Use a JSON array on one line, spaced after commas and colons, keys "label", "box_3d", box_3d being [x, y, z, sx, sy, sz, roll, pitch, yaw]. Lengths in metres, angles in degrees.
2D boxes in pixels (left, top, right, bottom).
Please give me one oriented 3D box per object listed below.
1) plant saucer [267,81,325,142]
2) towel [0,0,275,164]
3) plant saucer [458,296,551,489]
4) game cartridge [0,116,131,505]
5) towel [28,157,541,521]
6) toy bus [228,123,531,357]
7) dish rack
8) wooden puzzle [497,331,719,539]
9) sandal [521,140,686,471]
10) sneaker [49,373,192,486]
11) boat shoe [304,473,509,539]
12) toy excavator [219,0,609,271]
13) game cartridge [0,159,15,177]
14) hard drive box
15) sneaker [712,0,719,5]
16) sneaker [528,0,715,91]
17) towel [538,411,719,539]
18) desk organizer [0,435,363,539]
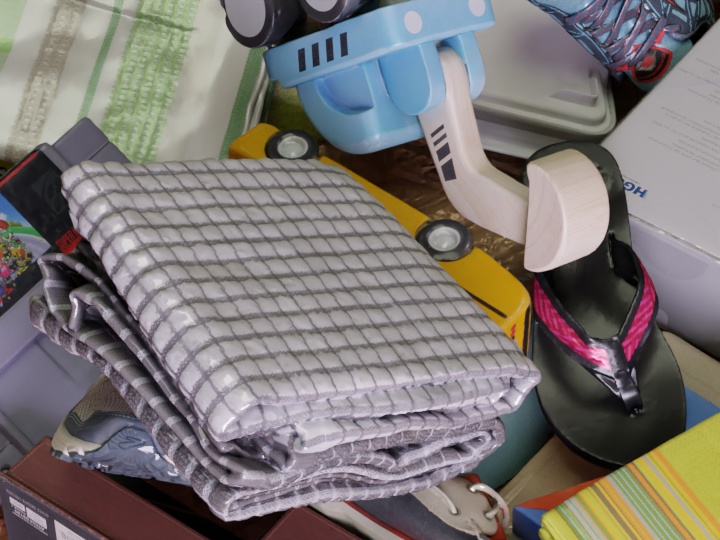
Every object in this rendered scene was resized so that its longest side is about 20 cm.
[{"label": "plant saucer", "box_3d": [-0.062, -0.163, 1.274, 0.199, 0.048, 0.200, -12, 49, -9]}, {"label": "towel", "box_3d": [-0.149, -0.122, 1.173, 0.199, 0.031, 0.150, 11, 62, 1]}, {"label": "plant saucer", "box_3d": [0.013, 0.045, 1.093, 0.199, 0.036, 0.200, -1, 48, 1]}, {"label": "game cartridge", "box_3d": [-0.177, 0.019, 1.078, 0.130, 0.038, 0.200, 48, 59, -7]}, {"label": "towel", "box_3d": [-0.038, 0.031, 0.916, 0.200, 0.086, 0.166, -5, 46, -47]}, {"label": "toy bus", "box_3d": [0.000, 0.000, 1.067, 0.200, 0.065, 0.078, 32, 57, 25]}, {"label": "dish rack", "box_3d": [0.067, -0.148, 1.219, 0.200, 0.044, 0.172, 13, 45, -16]}, {"label": "wooden puzzle", "box_3d": [0.174, 0.124, 1.010, 0.185, 0.046, 0.200, 33, 56, 27]}, {"label": "sandal", "box_3d": [0.121, 0.012, 1.037, 0.075, 0.045, 0.200, -9, 62, 0]}, {"label": "sneaker", "box_3d": [-0.103, 0.050, 0.986, 0.077, 0.087, 0.200, 12, 7, -2]}, {"label": "boat shoe", "box_3d": [0.034, 0.121, 0.975, 0.200, 0.071, 0.063, 29, 68, 25]}, {"label": "toy excavator", "box_3d": [0.036, -0.092, 1.063, 0.100, 0.200, 0.194, -21, 6, -39]}, {"label": "game cartridge", "box_3d": [-0.207, -0.050, 1.176, 0.133, 0.041, 0.200, 9, 53, 5]}, {"label": "hard drive box", "box_3d": [0.231, -0.050, 1.146, 0.156, 0.077, 0.200, 29, 54, 25]}, {"label": "sneaker", "box_3d": [0.182, -0.234, 1.334, 0.200, 0.071, 0.075, 32, 37, 22]}, {"label": "sneaker", "box_3d": [0.166, -0.158, 1.193, 0.200, 0.079, 0.096, 4, 59, -52]}, {"label": "towel", "box_3d": [0.189, 0.112, 0.976, 0.200, 0.018, 0.086, -26, 64, -23]}, {"label": "desk organizer", "box_3d": [-0.078, 0.144, 0.983, 0.200, 0.072, 0.077, 28, 52, 23]}]
